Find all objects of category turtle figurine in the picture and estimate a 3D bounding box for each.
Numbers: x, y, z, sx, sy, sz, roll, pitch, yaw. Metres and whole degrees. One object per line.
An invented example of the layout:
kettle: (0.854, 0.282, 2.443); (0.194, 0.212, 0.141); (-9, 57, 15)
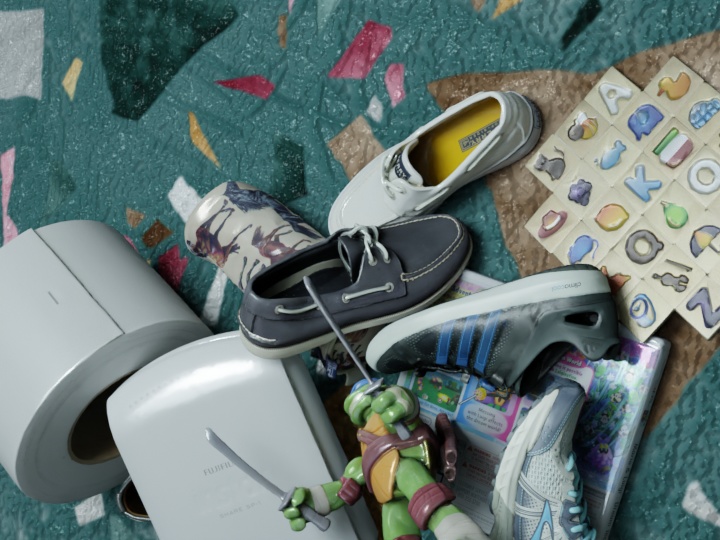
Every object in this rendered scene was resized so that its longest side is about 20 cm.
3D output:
turtle figurine: (-0.003, 0.148, 0.938); (0.144, 0.200, 0.194); (-39, 49, 9)

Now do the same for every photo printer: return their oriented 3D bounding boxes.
photo printer: (-0.097, 0.150, 1.061); (0.166, 0.069, 0.201); (-20, 99, 12)

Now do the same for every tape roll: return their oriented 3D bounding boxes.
tape roll: (-0.238, 0.077, 1.138); (0.139, 0.202, 0.203); (44, 108, 27)

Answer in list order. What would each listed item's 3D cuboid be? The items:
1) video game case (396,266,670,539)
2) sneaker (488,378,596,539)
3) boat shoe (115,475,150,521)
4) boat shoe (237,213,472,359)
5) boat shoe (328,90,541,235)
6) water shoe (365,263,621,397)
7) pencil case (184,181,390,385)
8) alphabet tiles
video game case: (0.115, 0.108, 1.017); (0.199, 0.024, 0.183); (20, 96, 33)
sneaker: (0.136, 0.175, 0.949); (0.086, 0.078, 0.201); (19, 102, 21)
boat shoe: (-0.115, 0.169, 1.131); (0.199, 0.068, 0.072); (-22, 73, 25)
boat shoe: (0.000, 0.000, 1.007); (0.199, 0.063, 0.073); (-25, 52, -19)
boat shoe: (0.045, -0.078, 1.051); (0.200, 0.070, 0.071); (-29, 71, 26)
water shoe: (0.092, 0.058, 0.981); (0.199, 0.071, 0.079); (-21, 76, 30)
pencil case: (-0.059, 0.006, 1.104); (0.200, 0.078, 0.090); (39, 119, 29)
alphabet tiles: (0.214, -0.052, 0.967); (0.167, 0.006, 0.200); (-50, 58, 14)
